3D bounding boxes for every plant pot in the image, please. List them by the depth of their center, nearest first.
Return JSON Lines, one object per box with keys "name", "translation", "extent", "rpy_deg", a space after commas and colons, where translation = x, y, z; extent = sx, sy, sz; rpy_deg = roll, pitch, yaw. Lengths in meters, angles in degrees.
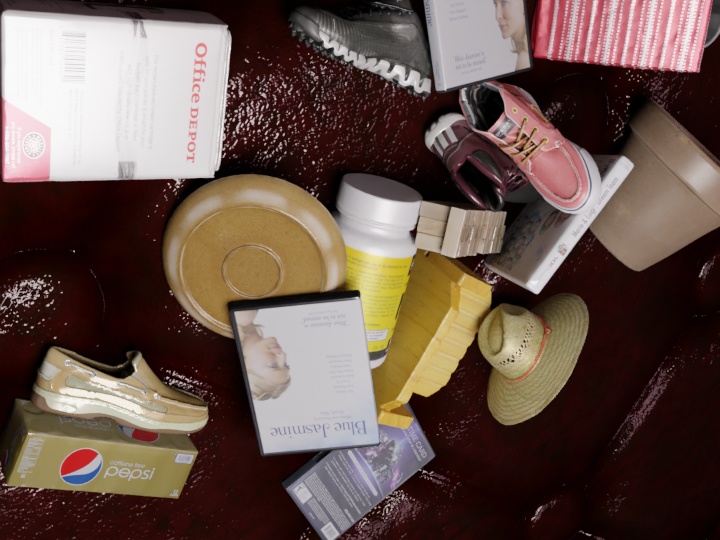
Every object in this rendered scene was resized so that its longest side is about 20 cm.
{"name": "plant pot", "translation": [-0.113, -0.003, 0.956], "extent": [0.197, 0.028, 0.202], "rpy_deg": [0, 119, 1]}
{"name": "plant pot", "translation": [0.393, -0.100, 1.212], "extent": [0.199, 0.201, 0.175], "rpy_deg": [26, 118, -39]}

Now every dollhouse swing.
{"name": "dollhouse swing", "translation": [0.106, 0.098, 1.134], "extent": [0.175, 0.182, 0.201], "rpy_deg": [28, 97, -28]}

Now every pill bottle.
{"name": "pill bottle", "translation": [0.000, 0.000, 1.035], "extent": [0.113, 0.114, 0.202], "rpy_deg": [2, 114, -33]}

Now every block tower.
{"name": "block tower", "translation": [0.120, -0.050, 1.064], "extent": [0.200, 0.057, 0.055], "rpy_deg": [-7, 109, -69]}

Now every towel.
{"name": "towel", "translation": [0.298, -0.308, 1.040], "extent": [0.023, 0.197, 0.147], "rpy_deg": [-51, 147, -58]}

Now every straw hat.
{"name": "straw hat", "translation": [0.201, 0.092, 1.188], "extent": [0.085, 0.201, 0.202], "rpy_deg": [34, 94, -18]}

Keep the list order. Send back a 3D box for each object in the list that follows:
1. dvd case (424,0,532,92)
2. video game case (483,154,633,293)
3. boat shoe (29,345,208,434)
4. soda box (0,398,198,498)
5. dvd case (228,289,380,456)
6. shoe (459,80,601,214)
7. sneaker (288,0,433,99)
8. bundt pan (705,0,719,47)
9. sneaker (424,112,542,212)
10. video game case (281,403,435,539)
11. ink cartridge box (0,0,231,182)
{"name": "dvd case", "translation": [0.122, -0.303, 0.962], "extent": [0.142, 0.017, 0.203], "rpy_deg": [-21, 109, -35]}
{"name": "video game case", "translation": [0.235, -0.064, 1.112], "extent": [0.024, 0.200, 0.183], "rpy_deg": [36, 92, -10]}
{"name": "boat shoe", "translation": [-0.246, 0.124, 0.974], "extent": [0.198, 0.071, 0.077], "rpy_deg": [17, 93, -38]}
{"name": "soda box", "translation": [-0.283, 0.195, 0.983], "extent": [0.198, 0.068, 0.065], "rpy_deg": [17, 105, -38]}
{"name": "dvd case", "translation": [-0.058, 0.117, 0.998], "extent": [0.140, 0.018, 0.202], "rpy_deg": [-6, 119, 3]}
{"name": "shoe", "translation": [0.186, -0.144, 1.027], "extent": [0.090, 0.201, 0.072], "rpy_deg": [7, 132, -42]}
{"name": "sneaker", "translation": [0.011, -0.252, 0.945], "extent": [0.198, 0.066, 0.092], "rpy_deg": [14, 104, -41]}
{"name": "bundt pan", "translation": [0.374, -0.356, 1.116], "extent": [0.200, 0.076, 0.204], "rpy_deg": [-15, 121, -26]}
{"name": "sneaker", "translation": [0.163, -0.100, 1.079], "extent": [0.198, 0.116, 0.076], "rpy_deg": [21, 124, -34]}
{"name": "video game case", "translation": [0.002, 0.272, 1.243], "extent": [0.199, 0.019, 0.144], "rpy_deg": [-38, 129, -12]}
{"name": "ink cartridge box", "translation": [-0.227, -0.163, 0.821], "extent": [0.198, 0.085, 0.148], "rpy_deg": [-4, 116, -30]}
